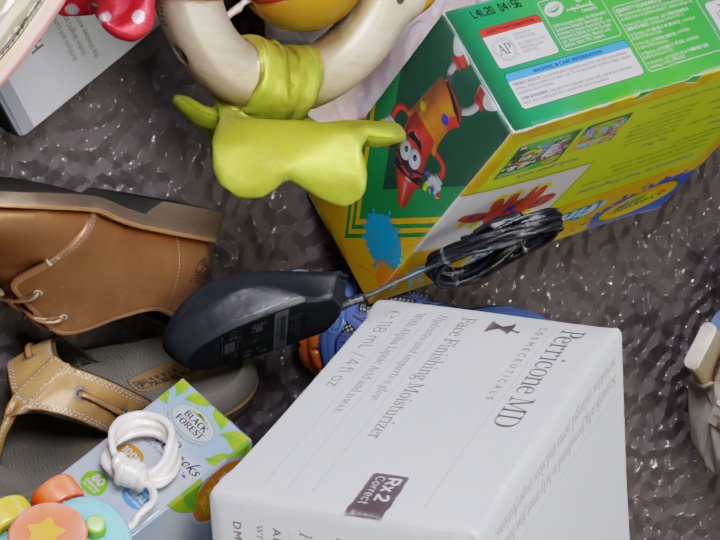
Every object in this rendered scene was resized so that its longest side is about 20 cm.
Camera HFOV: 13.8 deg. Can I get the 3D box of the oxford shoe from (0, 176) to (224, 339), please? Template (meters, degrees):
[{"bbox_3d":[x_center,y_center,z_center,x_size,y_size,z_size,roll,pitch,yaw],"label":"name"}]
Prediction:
[{"bbox_3d":[-0.145,-0.006,1.348,0.199,0.071,0.072,10,93,-42],"label":"oxford shoe"}]

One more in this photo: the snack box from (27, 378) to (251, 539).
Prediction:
[{"bbox_3d":[-0.114,0.158,1.386,0.142,0.053,0.200,-39,154,-24],"label":"snack box"}]

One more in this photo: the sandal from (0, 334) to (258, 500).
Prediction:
[{"bbox_3d":[-0.125,0.058,1.375,0.199,0.082,0.055,-19,135,-37],"label":"sandal"}]

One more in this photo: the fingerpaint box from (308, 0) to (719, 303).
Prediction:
[{"bbox_3d":[0.097,-0.077,1.466,0.199,0.167,0.074,-18,70,-33],"label":"fingerpaint box"}]

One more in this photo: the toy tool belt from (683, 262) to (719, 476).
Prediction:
[{"bbox_3d":[0.257,0.024,1.656,0.200,0.125,0.123,-42,134,-22],"label":"toy tool belt"}]

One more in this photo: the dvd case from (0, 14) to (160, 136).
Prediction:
[{"bbox_3d":[-0.117,-0.179,1.349,0.200,0.025,0.151,-41,126,-22],"label":"dvd case"}]

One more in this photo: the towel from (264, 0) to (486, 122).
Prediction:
[{"bbox_3d":[0.023,-0.180,1.439,0.191,0.032,0.201,-25,121,-40],"label":"towel"}]

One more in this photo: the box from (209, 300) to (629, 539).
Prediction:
[{"bbox_3d":[0.035,0.147,1.379,0.199,0.130,0.201,-48,140,-55],"label":"box"}]

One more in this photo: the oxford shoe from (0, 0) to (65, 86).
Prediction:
[{"bbox_3d":[-0.208,-0.089,1.242,0.200,0.071,0.074,-37,121,1],"label":"oxford shoe"}]

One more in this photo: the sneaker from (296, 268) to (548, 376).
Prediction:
[{"bbox_3d":[0.059,0.054,1.531,0.199,0.078,0.076,12,97,-41],"label":"sneaker"}]

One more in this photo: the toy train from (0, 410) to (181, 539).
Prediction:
[{"bbox_3d":[-0.179,0.090,1.270,0.056,0.199,0.151,97,-1,-59],"label":"toy train"}]

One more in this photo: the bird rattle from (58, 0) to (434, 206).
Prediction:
[{"bbox_3d":[-0.052,-0.130,1.339,0.163,0.113,0.200,-42,110,-19],"label":"bird rattle"}]

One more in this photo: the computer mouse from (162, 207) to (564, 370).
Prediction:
[{"bbox_3d":[0.000,0.000,1.398,0.199,0.034,0.059,-17,161,-12],"label":"computer mouse"}]
